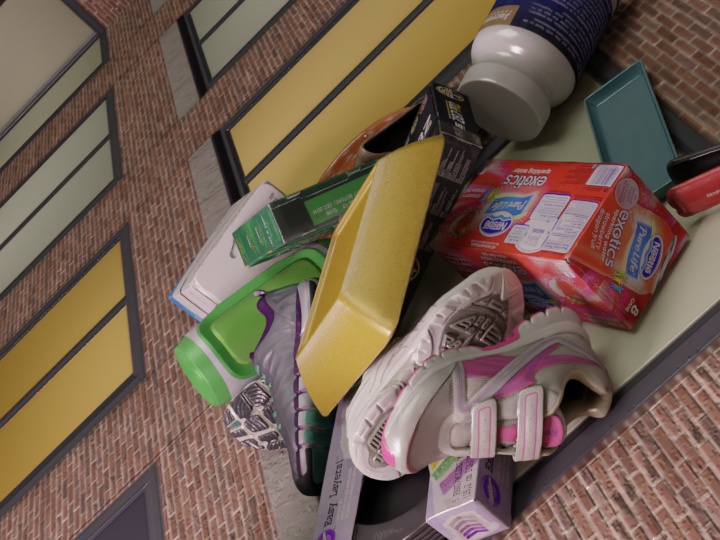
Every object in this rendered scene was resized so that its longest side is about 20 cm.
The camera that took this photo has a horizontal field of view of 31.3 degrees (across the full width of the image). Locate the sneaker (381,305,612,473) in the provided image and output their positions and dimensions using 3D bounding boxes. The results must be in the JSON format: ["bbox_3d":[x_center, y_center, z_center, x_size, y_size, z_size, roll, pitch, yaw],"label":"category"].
[{"bbox_3d":[0.108,0.101,0.965,0.199,0.082,0.088,-26,45,-19],"label":"sneaker"}]

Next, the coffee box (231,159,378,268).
[{"bbox_3d":[-0.052,-0.053,1.283,0.122,0.044,0.200,-24,0,-18],"label":"coffee box"}]

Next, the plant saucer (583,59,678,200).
[{"bbox_3d":[0.250,-0.121,1.174,0.070,0.019,0.201,-36,29,24],"label":"plant saucer"}]

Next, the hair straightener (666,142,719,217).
[{"bbox_3d":[0.332,-0.114,1.019,0.199,0.041,0.077,-30,33,32],"label":"hair straightener"}]

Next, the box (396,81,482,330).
[{"bbox_3d":[0.054,-0.064,1.246,0.162,0.049,0.201,-93,25,-65],"label":"box"}]

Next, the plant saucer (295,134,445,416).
[{"bbox_3d":[0.000,0.000,1.114,0.200,0.048,0.201,125,164,-58],"label":"plant saucer"}]

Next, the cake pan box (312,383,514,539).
[{"bbox_3d":[0.047,0.158,1.077,0.183,0.052,0.201,-30,32,35],"label":"cake pan box"}]

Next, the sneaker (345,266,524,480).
[{"bbox_3d":[0.050,0.070,1.055,0.200,0.078,0.099,-48,24,-1],"label":"sneaker"}]

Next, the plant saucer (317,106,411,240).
[{"bbox_3d":[0.018,-0.099,1.465,0.199,0.037,0.201,-34,31,24],"label":"plant saucer"}]

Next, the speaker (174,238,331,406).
[{"bbox_3d":[-0.091,0.051,1.326,0.199,0.089,0.088,-37,23,-19],"label":"speaker"}]

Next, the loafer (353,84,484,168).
[{"bbox_3d":[0.070,-0.148,1.361,0.072,0.063,0.200,36,60,27],"label":"loafer"}]

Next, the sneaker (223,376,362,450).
[{"bbox_3d":[-0.049,0.108,1.282,0.199,0.078,0.080,-37,9,14],"label":"sneaker"}]

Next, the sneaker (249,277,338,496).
[{"bbox_3d":[-0.062,0.110,1.205,0.087,0.074,0.202,-8,74,30],"label":"sneaker"}]

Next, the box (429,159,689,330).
[{"bbox_3d":[0.163,-0.026,1.092,0.100,0.095,0.199,-55,27,-14],"label":"box"}]

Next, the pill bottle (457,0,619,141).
[{"bbox_3d":[0.182,-0.238,1.318,0.115,0.116,0.201,-4,50,53],"label":"pill bottle"}]

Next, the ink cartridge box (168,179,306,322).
[{"bbox_3d":[-0.136,-0.010,1.462,0.145,0.084,0.200,-56,9,-13],"label":"ink cartridge box"}]
